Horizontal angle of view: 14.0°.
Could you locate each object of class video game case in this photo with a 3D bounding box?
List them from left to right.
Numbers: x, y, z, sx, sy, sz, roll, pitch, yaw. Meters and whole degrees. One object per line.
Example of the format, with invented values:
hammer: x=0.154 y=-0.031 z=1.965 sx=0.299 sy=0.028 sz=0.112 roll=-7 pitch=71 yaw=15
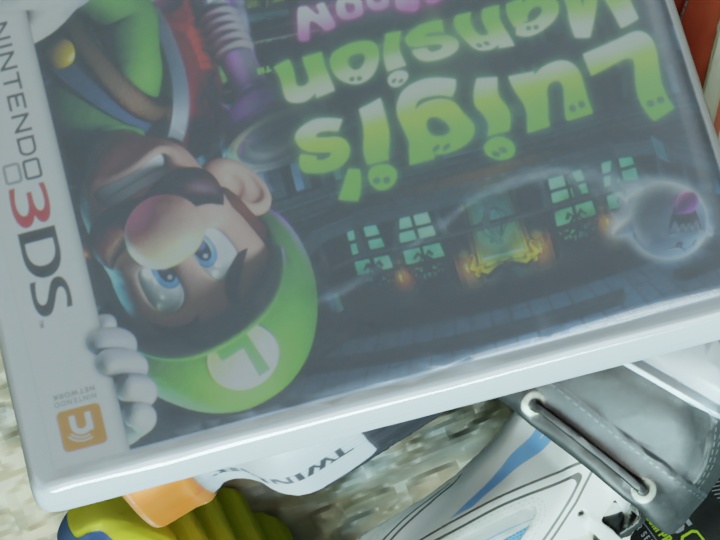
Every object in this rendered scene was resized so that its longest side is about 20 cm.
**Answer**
video game case: x=-0.010 y=-0.046 z=0.792 sx=0.199 sy=0.023 sz=0.183 roll=-14 pitch=71 yaw=-3

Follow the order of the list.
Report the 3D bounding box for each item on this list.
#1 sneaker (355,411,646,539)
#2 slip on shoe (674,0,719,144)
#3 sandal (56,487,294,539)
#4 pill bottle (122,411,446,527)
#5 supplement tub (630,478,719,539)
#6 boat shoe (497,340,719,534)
sneaker: x=0.068 y=0.068 z=0.909 sx=0.200 sy=0.072 sz=0.073 roll=-46 pitch=70 yaw=15
slip on shoe: x=0.100 y=-0.089 z=0.842 sx=0.061 sy=0.074 sz=0.201 roll=8 pitch=77 yaw=24
sandal: x=-0.027 y=0.142 z=0.994 sx=0.200 sy=0.080 sz=0.087 roll=38 pitch=105 yaw=-21
pill bottle: x=0.000 y=0.000 z=0.920 sx=0.199 sy=0.106 sz=0.106 roll=-33 pitch=115 yaw=4
supplement tub: x=0.155 y=0.073 z=0.974 sx=0.200 sy=0.123 sz=0.123 roll=-42 pitch=114 yaw=7
boat shoe: x=0.019 y=0.008 z=0.830 sx=0.199 sy=0.069 sz=0.057 roll=27 pitch=89 yaw=7
